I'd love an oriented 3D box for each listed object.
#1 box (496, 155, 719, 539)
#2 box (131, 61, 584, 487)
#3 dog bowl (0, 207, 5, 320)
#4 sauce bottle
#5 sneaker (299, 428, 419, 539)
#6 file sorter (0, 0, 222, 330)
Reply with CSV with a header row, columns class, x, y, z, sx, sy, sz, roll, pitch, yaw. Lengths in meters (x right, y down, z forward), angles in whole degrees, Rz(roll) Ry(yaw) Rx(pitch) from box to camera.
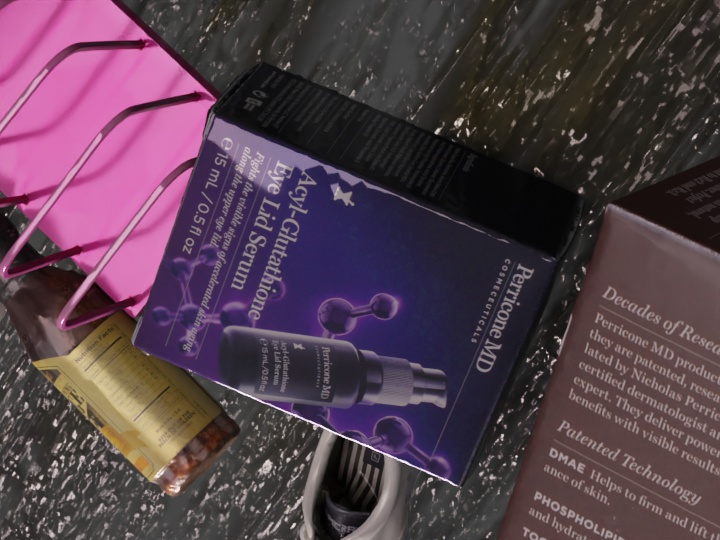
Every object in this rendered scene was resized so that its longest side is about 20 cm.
class,x,y,z,sx,sy,sz,roll,pitch,yaw
box,0.194,0.072,1.126,0.164,0.166,0.200,26,114,24
box,0.000,0.000,1.231,0.200,0.104,0.148,22,114,5
dog bowl,-0.309,-0.014,1.478,0.200,0.059,0.200,8,106,29
sauce bottle,-0.162,0.048,1.385,0.200,0.066,0.066,45,121,6
sneaker,-0.009,0.153,1.328,0.073,0.071,0.200,17,110,27
file sorter,-0.182,-0.081,1.320,0.200,0.125,0.139,43,109,9
